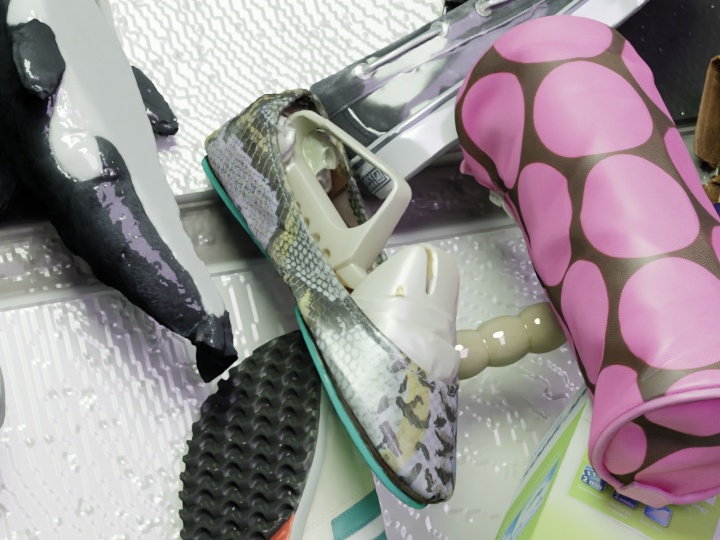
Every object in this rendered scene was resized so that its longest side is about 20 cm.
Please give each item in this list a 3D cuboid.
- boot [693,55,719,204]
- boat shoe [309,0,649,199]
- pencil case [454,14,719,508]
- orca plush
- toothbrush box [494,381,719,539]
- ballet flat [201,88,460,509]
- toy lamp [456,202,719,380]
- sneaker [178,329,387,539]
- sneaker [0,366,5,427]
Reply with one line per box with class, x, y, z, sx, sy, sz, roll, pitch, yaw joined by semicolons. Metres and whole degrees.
boot;0.227;-0.076;1.181;0.155;0.077;0.200;13;77;-12
boat shoe;0.063;-0.111;1.127;0.200;0.072;0.068;-37;90;-19
pencil case;0.100;-0.001;1.014;0.091;0.094;0.200;23;36;-40
orca plush;-0.117;-0.038;1.051;0.200;0.071;0.105;59;20;-1
toothbrush box;0.118;0.144;1.008;0.146;0.086;0.200;31;39;0
ballet flat;0.000;0.000;1.022;0.072;0.072;0.200;-13;52;-24
toy lamp;0.105;0.014;1.090;0.200;0.058;0.058;-16;80;-12
sneaker;-0.018;0.124;1.032;0.093;0.070;0.200;36;43;-44
sneaker;-0.194;-0.020;0.987;0.075;0.088;0.200;-36;89;-25
